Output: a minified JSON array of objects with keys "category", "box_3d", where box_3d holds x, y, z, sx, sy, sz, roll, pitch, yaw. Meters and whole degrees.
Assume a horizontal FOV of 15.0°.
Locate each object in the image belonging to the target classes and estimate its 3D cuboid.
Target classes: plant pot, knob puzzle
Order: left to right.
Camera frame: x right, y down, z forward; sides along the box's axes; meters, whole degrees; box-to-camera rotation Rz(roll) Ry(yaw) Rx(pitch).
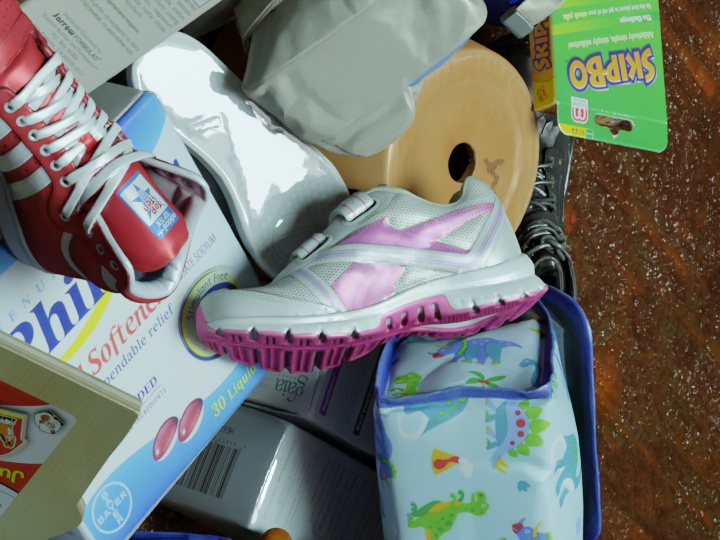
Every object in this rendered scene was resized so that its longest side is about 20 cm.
[{"category":"knob puzzle","box_3d":[-0.233,0.083,1.434,0.030,0.219,0.220,-81,149,-46]},{"category":"plant pot","box_3d":[0.013,-0.075,1.660,0.200,0.140,0.200,-12,107,-44]}]

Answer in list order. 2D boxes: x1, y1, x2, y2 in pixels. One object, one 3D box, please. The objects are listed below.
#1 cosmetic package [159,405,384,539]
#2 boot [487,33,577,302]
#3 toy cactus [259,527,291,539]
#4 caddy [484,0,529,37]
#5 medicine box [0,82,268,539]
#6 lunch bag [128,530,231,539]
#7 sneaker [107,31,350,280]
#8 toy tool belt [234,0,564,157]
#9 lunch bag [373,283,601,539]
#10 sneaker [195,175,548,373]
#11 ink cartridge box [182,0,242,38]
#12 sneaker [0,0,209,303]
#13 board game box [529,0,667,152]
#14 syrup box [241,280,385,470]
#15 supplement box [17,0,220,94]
[{"category":"cosmetic package","box_3d":[-0.029,0.149,1.698,0.200,0.102,0.074,31,77,-47]},{"category":"boot","box_3d":[0.114,-0.038,1.754,0.069,0.174,0.200,-5,110,-1]},{"category":"toy cactus","box_3d":[-0.028,0.220,1.642,0.165,0.200,0.102,9,53,-36]},{"category":"caddy","box_3d":[0.132,-0.229,1.772,0.200,0.105,0.142,-27,119,-40]},{"category":"medicine box","box_3d":[-0.162,0.024,1.526,0.182,0.103,0.200,-49,131,-27]},{"category":"lunch bag","box_3d":[-0.147,0.246,1.537,0.200,0.124,0.170,-16,116,-4]},{"category":"sneaker","box_3d":[-0.079,-0.059,1.583,0.071,0.099,0.200,-49,113,-18]},{"category":"toy tool belt","box_3d":[0.020,-0.166,1.531,0.200,0.123,0.125,-38,120,21]},{"category":"lunch bag","box_3d":[0.078,0.103,1.631,0.200,0.127,0.170,-80,166,-68]},{"category":"sneaker","box_3d":[0.000,0.000,1.540,0.200,0.081,0.088,-11,76,-17]},{"category":"ink cartridge box","box_3d":[-0.002,-0.221,1.586,0.200,0.174,0.044,-31,87,-42]},{"category":"sneaker","box_3d":[-0.143,-0.062,1.344,0.071,0.112,0.200,-50,142,-25]},{"category":"board game box","box_3d":[0.143,-0.172,1.684,0.095,0.030,0.200,8,71,-39]},{"category":"syrup box","box_3d":[0.001,0.079,1.710,0.200,0.079,0.082,36,70,-51]},{"category":"supplement box","box_3d":[-0.135,-0.174,1.423,0.200,0.126,0.074,-34,132,10]}]
